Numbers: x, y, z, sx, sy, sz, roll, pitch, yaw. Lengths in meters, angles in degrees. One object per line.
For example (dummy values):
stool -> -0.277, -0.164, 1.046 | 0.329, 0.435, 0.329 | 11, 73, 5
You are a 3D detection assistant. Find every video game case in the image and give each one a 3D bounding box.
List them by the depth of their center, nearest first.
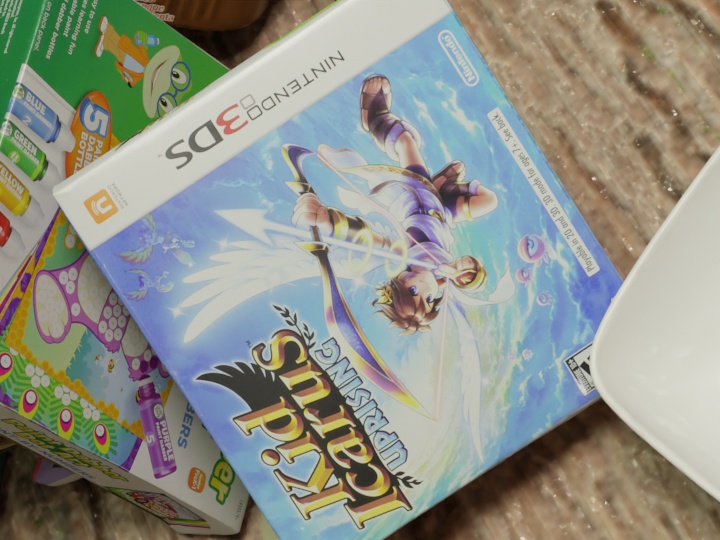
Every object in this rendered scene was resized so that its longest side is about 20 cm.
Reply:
video game case -> 0.000, 0.000, 0.982 | 0.181, 0.045, 0.201 | -33, 97, 1

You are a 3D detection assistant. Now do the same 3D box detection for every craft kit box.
craft kit box -> -0.106, -0.009, 1.046 | 0.048, 0.197, 0.201 | -3, 64, 38

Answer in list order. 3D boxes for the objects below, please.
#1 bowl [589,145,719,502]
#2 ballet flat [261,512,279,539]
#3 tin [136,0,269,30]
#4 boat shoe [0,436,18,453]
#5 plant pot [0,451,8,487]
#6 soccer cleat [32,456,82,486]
bowl -> 0.215, 0.022, 0.915 | 0.200, 0.075, 0.200 | 36, 90, 39
ballet flat -> -0.009, 0.042, 1.047 | 0.069, 0.069, 0.201 | 6, 69, 33
tin -> -0.132, -0.166, 1.158 | 0.042, 0.199, 0.112 | -64, 36, 32
boat shoe -> -0.201, 0.043, 1.022 | 0.068, 0.199, 0.072 | -44, 55, 56
plant pot -> -0.250, 0.026, 1.157 | 0.141, 0.141, 0.201 | -3, 59, 29
soccer cleat -> -0.151, 0.012, 1.150 | 0.076, 0.067, 0.201 | -34, 56, 16
